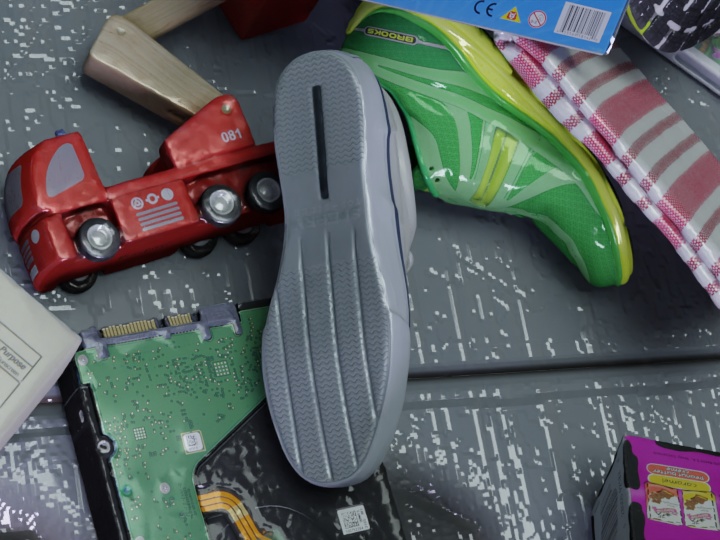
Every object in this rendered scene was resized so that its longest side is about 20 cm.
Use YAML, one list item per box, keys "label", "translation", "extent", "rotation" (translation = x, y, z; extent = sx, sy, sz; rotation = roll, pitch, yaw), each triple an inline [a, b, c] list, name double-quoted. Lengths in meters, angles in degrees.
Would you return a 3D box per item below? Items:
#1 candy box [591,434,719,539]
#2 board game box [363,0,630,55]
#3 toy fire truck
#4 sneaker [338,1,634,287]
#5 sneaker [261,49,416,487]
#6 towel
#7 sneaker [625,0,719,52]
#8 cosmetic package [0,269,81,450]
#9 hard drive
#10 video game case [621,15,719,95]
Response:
- label: "candy box"
  translation: [0.183, 0.176, 0.967]
  extent: [0.135, 0.061, 0.201]
  rotation: [11, 38, -6]
- label: "board game box"
  translation: [0.019, -0.196, 1.051]
  extent: [0.198, 0.056, 0.196]
  rotation: [10, 30, -20]
- label: "toy fire truck"
  translation: [-0.090, -0.079, 1.017]
  extent: [0.199, 0.049, 0.142]
  rotation: [-17, 76, -28]
- label: "sneaker"
  translation: [0.064, -0.062, 1.075]
  extent: [0.084, 0.074, 0.200]
  rotation: [-43, 102, 7]
- label: "sneaker"
  translation: [0.000, 0.000, 0.969]
  extent: [0.071, 0.072, 0.202]
  rotation: [14, 76, -61]
- label: "towel"
  translation: [0.147, -0.058, 1.082]
  extent: [0.200, 0.030, 0.146]
  rotation: [50, 20, 4]
- label: "sneaker"
  translation: [0.173, -0.168, 1.114]
  extent: [0.081, 0.074, 0.200]
  rotation: [46, 23, 17]
- label: "cosmetic package"
  translation: [-0.220, 0.082, 0.870]
  extent: [0.103, 0.087, 0.200]
  rotation: [40, 60, -2]
- label: "hard drive"
  translation: [-0.052, 0.115, 0.960]
  extent: [0.139, 0.038, 0.202]
  rotation: [-10, 74, -27]
- label: "video game case"
  translation: [0.246, -0.148, 1.212]
  extent: [0.199, 0.018, 0.144]
  rotation: [34, 59, -8]
